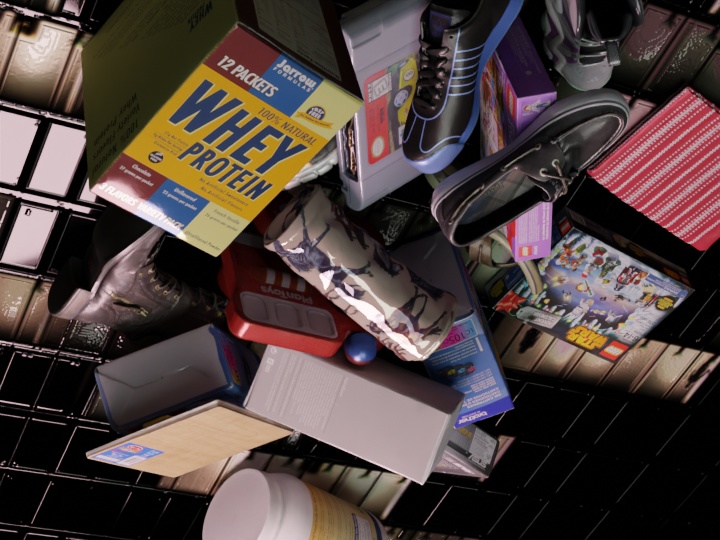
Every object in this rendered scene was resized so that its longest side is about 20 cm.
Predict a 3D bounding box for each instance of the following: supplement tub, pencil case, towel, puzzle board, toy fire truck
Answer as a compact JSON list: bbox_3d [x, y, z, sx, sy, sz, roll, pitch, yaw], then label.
[{"bbox_3d":[-0.079,0.332,1.699,0.144,0.145,0.200,-41,129,23],"label":"supplement tub"},{"bbox_3d":[0.000,0.000,1.339,0.200,0.090,0.078,40,121,-10],"label":"pencil case"},{"bbox_3d":[0.356,-0.106,1.485,0.200,0.023,0.145,29,122,-32],"label":"towel"},{"bbox_3d":[-0.173,0.174,1.444,0.150,0.017,0.200,-21,160,13],"label":"puzzle board"},{"bbox_3d":[-0.049,0.026,1.403,0.199,0.168,0.112,16,127,-27],"label":"toy fire truck"}]

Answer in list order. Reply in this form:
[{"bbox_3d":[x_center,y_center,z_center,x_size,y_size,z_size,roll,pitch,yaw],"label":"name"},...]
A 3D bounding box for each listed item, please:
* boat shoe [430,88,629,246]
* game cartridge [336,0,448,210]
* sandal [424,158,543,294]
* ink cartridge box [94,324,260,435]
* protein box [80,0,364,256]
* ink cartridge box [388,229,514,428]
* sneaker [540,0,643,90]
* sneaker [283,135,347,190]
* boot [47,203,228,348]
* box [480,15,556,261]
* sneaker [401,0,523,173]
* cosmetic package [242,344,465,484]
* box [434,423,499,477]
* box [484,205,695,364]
[{"bbox_3d":[0.153,-0.085,1.231,0.200,0.066,0.070,-28,133,13],"label":"boat shoe"},{"bbox_3d":[0.034,-0.165,1.296,0.133,0.041,0.200,-36,139,-31],"label":"game cartridge"},{"bbox_3d":[0.122,-0.046,1.446,0.057,0.080,0.201,-38,119,18],"label":"sandal"},{"bbox_3d":[-0.177,0.133,1.492,0.136,0.077,0.200,-21,163,7],"label":"ink cartridge box"},{"bbox_3d":[-0.124,-0.164,1.184,0.135,0.200,0.199,29,120,-34],"label":"protein box"},{"bbox_3d":[0.103,0.073,1.507,0.076,0.137,0.200,-18,135,5],"label":"ink cartridge box"},{"bbox_3d":[0.213,-0.216,1.261,0.077,0.140,0.200,-17,134,1],"label":"sneaker"},{"bbox_3d":[-0.093,-0.116,1.329,0.200,0.074,0.080,-29,124,8],"label":"sneaker"},{"bbox_3d":[-0.205,0.011,1.432,0.174,0.069,0.200,24,127,-38],"label":"boot"},{"bbox_3d":[0.148,-0.127,1.332,0.039,0.137,0.200,-10,134,-5],"label":"box"},{"bbox_3d":[0.076,-0.188,1.245,0.078,0.070,0.201,17,96,-50],"label":"sneaker"},{"bbox_3d":[-0.002,0.132,1.413,0.200,0.107,0.090,25,101,12],"label":"cosmetic package"},{"bbox_3d":[0.037,0.172,1.585,0.158,0.048,0.200,-1,152,48],"label":"box"},{"bbox_3d":[0.258,0.021,1.565,0.200,0.040,0.137,23,124,-31],"label":"box"}]
